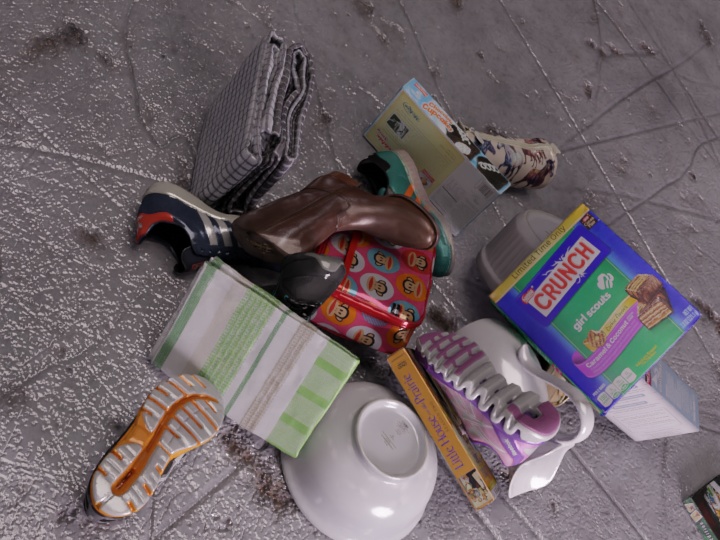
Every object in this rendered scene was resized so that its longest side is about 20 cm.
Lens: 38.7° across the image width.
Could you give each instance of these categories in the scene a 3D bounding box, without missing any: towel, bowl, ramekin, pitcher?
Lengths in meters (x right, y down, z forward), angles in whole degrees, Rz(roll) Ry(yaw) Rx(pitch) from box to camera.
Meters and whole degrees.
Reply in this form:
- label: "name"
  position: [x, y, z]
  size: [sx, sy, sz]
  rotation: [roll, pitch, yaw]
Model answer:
- label: "towel"
  position: [-0.129, -0.169, 1.265]
  size: [0.085, 0.165, 0.202]
  rotation: [23, 52, -26]
- label: "bowl"
  position: [0.016, 0.208, 1.175]
  size: [0.199, 0.090, 0.203]
  rotation: [16, 55, -24]
- label: "ramekin"
  position: [0.266, 0.001, 1.415]
  size: [0.201, 0.095, 0.203]
  rotation: [26, 27, -14]
- label: "pitcher"
  position: [0.192, 0.148, 1.251]
  size: [0.120, 0.172, 0.201]
  rotation: [-5, 56, -39]
- label: "towel"
  position: [-0.117, 0.095, 1.118]
  size: [0.199, 0.150, 0.031]
  rotation: [34, 20, -2]

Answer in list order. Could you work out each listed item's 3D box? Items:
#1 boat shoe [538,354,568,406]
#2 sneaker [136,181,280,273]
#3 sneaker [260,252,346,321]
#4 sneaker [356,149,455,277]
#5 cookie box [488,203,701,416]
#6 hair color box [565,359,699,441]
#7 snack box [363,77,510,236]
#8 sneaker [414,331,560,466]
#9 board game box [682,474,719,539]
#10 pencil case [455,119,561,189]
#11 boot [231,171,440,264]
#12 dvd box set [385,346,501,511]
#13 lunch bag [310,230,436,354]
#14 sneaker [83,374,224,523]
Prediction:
- label: "boat shoe"
  position: [0.266, 0.148, 1.391]
  size: [0.065, 0.072, 0.200]
  rotation: [43, 43, -1]
- label: "sneaker"
  position: [-0.174, -0.025, 1.213]
  size: [0.198, 0.075, 0.085]
  rotation: [22, 56, -12]
- label: "sneaker"
  position: [-0.072, 0.042, 1.151]
  size: [0.075, 0.200, 0.080]
  rotation: [14, 63, -20]
- label: "sneaker"
  position: [0.057, -0.074, 1.396]
  size: [0.079, 0.072, 0.201]
  rotation: [-12, 64, -32]
- label: "cookie box"
  position: [0.286, 0.048, 1.268]
  size: [0.171, 0.075, 0.200]
  rotation: [-44, 74, -2]
- label: "hair color box"
  position: [0.369, 0.160, 1.384]
  size: [0.200, 0.098, 0.061]
  rotation: [37, 49, -38]
- label: "snack box"
  position: [0.105, -0.157, 1.442]
  size: [0.200, 0.116, 0.037]
  rotation: [48, 48, 1]
- label: "sneaker"
  position: [0.134, 0.152, 1.191]
  size: [0.200, 0.089, 0.080]
  rotation: [40, 40, 27]
- label: "board game box"
  position: [0.543, 0.394, 1.449]
  size: [0.104, 0.023, 0.201]
  rotation: [-17, 72, -41]
- label: "pencil case"
  position: [0.204, -0.170, 1.533]
  size: [0.198, 0.089, 0.079]
  rotation: [4, 60, -32]
- label: "boot"
  position: [-0.029, -0.043, 1.193]
  size: [0.185, 0.065, 0.199]
  rotation: [24, 31, 26]
- label: "dvd box set"
  position: [0.102, 0.186, 1.225]
  size: [0.201, 0.029, 0.146]
  rotation: [59, 6, 12]
- label: "lunch bag"
  position: [0.000, 0.000, 1.281]
  size: [0.174, 0.082, 0.201]
  rotation: [23, 37, -6]
- label: "sneaker"
  position: [-0.216, 0.180, 1.053]
  size: [0.078, 0.077, 0.200]
  rotation: [45, 45, 0]
